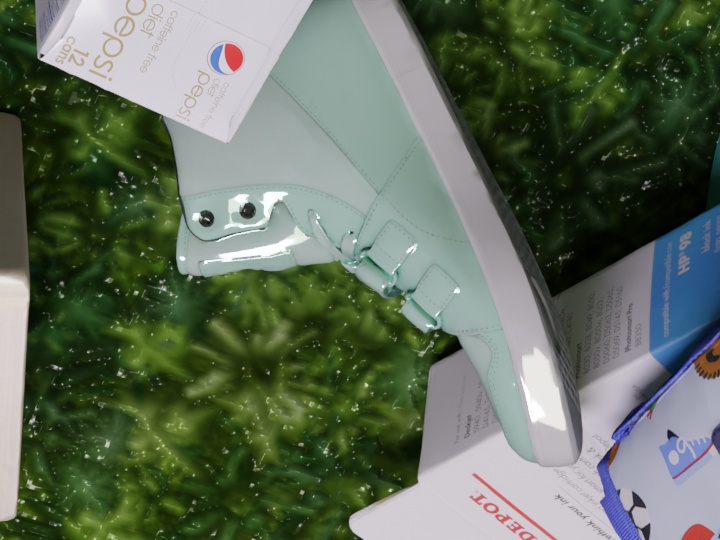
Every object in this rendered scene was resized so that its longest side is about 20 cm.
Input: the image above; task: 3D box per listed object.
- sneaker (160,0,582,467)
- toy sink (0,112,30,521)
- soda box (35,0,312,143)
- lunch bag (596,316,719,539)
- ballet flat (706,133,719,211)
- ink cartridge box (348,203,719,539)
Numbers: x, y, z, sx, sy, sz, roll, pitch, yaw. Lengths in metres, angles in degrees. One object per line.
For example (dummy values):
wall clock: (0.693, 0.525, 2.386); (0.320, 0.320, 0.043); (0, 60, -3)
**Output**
sneaker: (0.000, 0.000, 0.959); (0.118, 0.074, 0.201); (-27, 81, 6)
toy sink: (-0.223, 0.016, 0.938); (0.199, 0.130, 0.112); (2, 119, -11)
soda box: (-0.065, -0.121, 0.846); (0.068, 0.200, 0.064); (24, 114, -20)
lunch bag: (0.200, 0.083, 0.902); (0.200, 0.124, 0.170); (38, 131, -1)
ballet flat: (0.189, -0.089, 0.983); (0.067, 0.068, 0.200); (3, 120, -18)
ink cartridge box: (0.104, 0.067, 1.029); (0.200, 0.067, 0.116); (-30, 124, 32)
